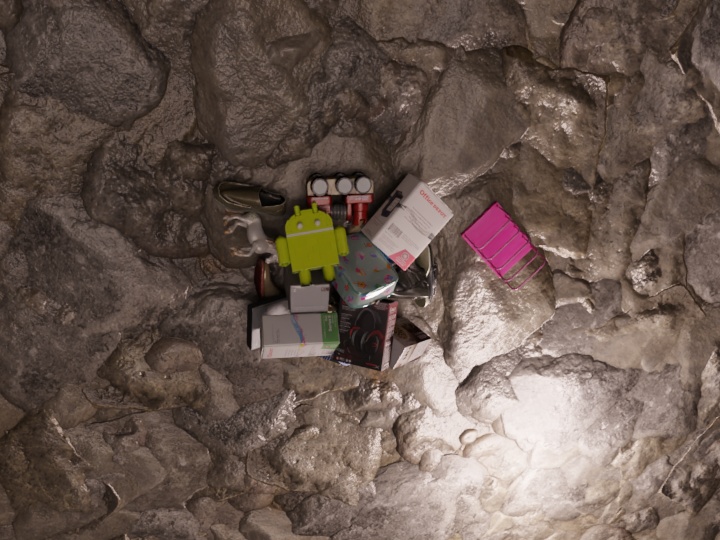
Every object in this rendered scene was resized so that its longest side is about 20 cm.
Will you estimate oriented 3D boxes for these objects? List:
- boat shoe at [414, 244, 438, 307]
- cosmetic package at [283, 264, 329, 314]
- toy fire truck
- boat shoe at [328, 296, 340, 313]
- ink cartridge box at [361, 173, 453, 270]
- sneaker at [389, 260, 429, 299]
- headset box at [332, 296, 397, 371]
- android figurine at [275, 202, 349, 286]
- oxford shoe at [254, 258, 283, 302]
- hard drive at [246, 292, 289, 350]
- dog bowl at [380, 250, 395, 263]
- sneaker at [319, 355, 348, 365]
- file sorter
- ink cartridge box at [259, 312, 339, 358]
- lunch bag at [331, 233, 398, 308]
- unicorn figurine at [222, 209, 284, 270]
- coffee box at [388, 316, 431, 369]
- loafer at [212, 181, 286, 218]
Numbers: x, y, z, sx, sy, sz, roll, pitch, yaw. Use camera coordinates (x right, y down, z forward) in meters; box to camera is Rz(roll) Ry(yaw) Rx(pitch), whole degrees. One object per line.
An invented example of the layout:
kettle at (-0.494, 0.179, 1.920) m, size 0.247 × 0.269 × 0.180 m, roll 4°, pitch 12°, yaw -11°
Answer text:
boat shoe at (0.194, 0.005, 1.730) m, size 0.065 × 0.074 × 0.204 m, roll -18°, pitch 112°, yaw -35°
cosmetic package at (-0.147, 0.035, 1.591) m, size 0.104 × 0.201 × 0.092 m, roll 0°, pitch 116°, yaw -11°
toy fire truck at (-0.056, -0.154, 1.581) m, size 0.172 × 0.129 × 0.205 m, roll -4°, pitch 106°, yaw -10°
boat shoe at (-0.058, 0.125, 1.695) m, size 0.063 × 0.073 × 0.200 m, roll -43°, pitch 117°, yaw 3°
ink cartridge box at (0.123, -0.128, 1.571) m, size 0.144 × 0.084 × 0.201 m, roll 37°, pitch 97°, yaw -33°
sneaker at (0.097, 0.018, 1.654) m, size 0.195 × 0.076 × 0.117 m, roll 2°, pitch 78°, yaw -18°
headset box at (0.014, 0.151, 1.608) m, size 0.146 × 0.075 × 0.205 m, roll 10°, pitch 96°, yaw 21°
android figurine at (-0.121, -0.067, 1.484) m, size 0.178 × 0.041 × 0.205 m, roll -8°, pitch 84°, yaw -7°
oxford shoe at (-0.252, 0.054, 1.660) m, size 0.073 × 0.071 × 0.204 m, roll -11°, pitch 125°, yaw -21°
hard drive at (-0.221, 0.130, 1.663) m, size 0.197 × 0.033 × 0.142 m, roll -17°, pitch 129°, yaw -34°
dog bowl at (0.109, -0.120, 1.659) m, size 0.110 × 0.050 × 0.203 m, roll 21°, pitch 110°, yaw -20°
sneaker at (-0.103, 0.227, 1.773) m, size 0.199 × 0.077 × 0.071 m, roll 36°, pitch 63°, yaw -42°
file sorter at (0.414, -0.064, 1.709) m, size 0.139 × 0.126 × 0.200 m, roll -43°, pitch 116°, yaw 10°
ink cartridge box at (-0.163, 0.170, 1.555) m, size 0.195 × 0.146 × 0.089 m, roll -3°, pitch 71°, yaw -13°
lunch bag at (0.000, 0.000, 1.562) m, size 0.158 × 0.201 × 0.078 m, roll -18°, pitch 148°, yaw -33°
unicorn figurine at (-0.277, -0.081, 1.554) m, size 0.135 × 0.074 × 0.205 m, roll -16°, pitch 96°, yaw -21°
coffee box at (0.110, 0.205, 1.720) m, size 0.081 × 0.112 × 0.199 m, roll -60°, pitch 156°, yaw 16°
loafer at (-0.276, -0.190, 1.519) m, size 0.196 × 0.077 × 0.070 m, roll 9°, pitch 153°, yaw -25°
